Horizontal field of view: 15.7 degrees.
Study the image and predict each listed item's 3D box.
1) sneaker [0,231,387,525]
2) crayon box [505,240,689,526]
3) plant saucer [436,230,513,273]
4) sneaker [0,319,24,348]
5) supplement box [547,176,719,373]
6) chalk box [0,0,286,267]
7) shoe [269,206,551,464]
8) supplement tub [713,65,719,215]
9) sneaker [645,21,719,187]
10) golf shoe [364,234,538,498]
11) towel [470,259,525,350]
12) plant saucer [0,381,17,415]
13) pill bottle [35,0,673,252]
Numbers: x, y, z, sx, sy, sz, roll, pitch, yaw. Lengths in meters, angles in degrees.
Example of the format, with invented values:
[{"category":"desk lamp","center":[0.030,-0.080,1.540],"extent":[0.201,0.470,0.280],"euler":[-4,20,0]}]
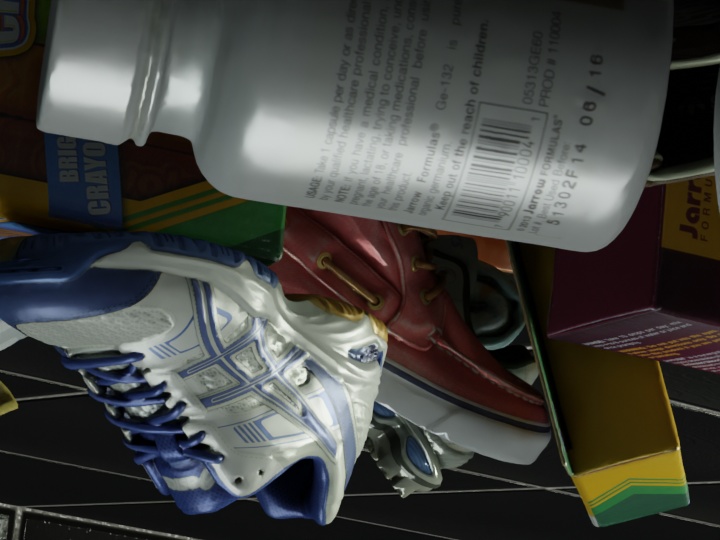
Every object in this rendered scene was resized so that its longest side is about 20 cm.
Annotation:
[{"category":"sneaker","center":[-0.058,0.042,0.941],"extent":[0.075,0.088,0.200],"euler":[0,166,39]},{"category":"crayon box","center":[0.107,0.039,1.178],"extent":[0.051,0.126,0.200],"euler":[-15,166,6]},{"category":"plant saucer","center":[0.100,-0.030,1.258],"extent":[0.200,0.032,0.200],"euler":[6,168,1]},{"category":"sneaker","center":[-0.151,-0.001,1.150],"extent":[0.087,0.075,0.200],"euler":[-37,179,-34]},{"category":"supplement box","center":[0.186,-0.012,1.097],"extent":[0.200,0.111,0.086],"euler":[12,167,-25]},{"category":"chalk box","center":[-0.134,-0.070,0.961],"extent":[0.200,0.125,0.124],"euler":[10,168,-22]},{"category":"shoe","center":[0.012,0.001,1.089],"extent":[0.200,0.091,0.071],"euler":[29,-174,-17]},{"category":"supplement tub","center":[0.229,-0.042,0.837],"extent":[0.200,0.145,0.145],"euler":[0,167,33]},{"category":"sneaker","center":[0.085,-0.061,0.983],"extent":[0.200,0.071,0.076],"euler":[-9,-174,21]},{"category":"golf shoe","center":[0.000,0.000,1.160],"extent":[0.200,0.097,0.078],"euler":[52,-178,-21]},{"category":"towel","center":[-0.020,-0.006,1.278],"extent":[0.200,0.048,0.171],"euler":[20,179,-2]},{"category":"plant saucer","center":[-0.270,0.021,1.240],"extent":[0.200,0.048,0.200],"euler":[44,-172,3]},{"category":"pill bottle","center":[-0.004,-0.076,0.880],"extent":[0.200,0.115,0.114],"euler":[9,169,-9]}]
